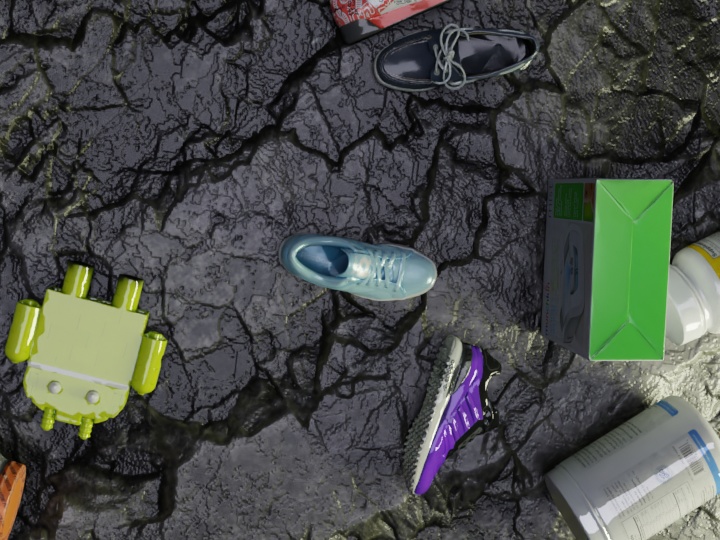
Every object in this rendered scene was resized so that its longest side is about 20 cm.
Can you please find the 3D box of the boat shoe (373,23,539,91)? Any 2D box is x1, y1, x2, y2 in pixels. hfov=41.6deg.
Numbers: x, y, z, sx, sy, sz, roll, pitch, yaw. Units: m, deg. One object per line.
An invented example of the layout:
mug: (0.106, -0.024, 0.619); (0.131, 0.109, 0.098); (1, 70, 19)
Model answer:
boat shoe: (0.115, -0.254, 1.134); (0.196, 0.062, 0.076); (-4, 98, -7)

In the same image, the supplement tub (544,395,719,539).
supplement tub: (0.344, 0.258, 1.178); (0.198, 0.132, 0.133); (-30, 98, -3)

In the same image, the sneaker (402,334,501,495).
sneaker: (0.121, 0.191, 1.174); (0.098, 0.070, 0.203); (19, 93, -11)

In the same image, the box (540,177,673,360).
box: (0.288, -0.008, 1.122); (0.095, 0.176, 0.204); (1, 96, -8)

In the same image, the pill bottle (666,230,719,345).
pill bottle: (0.461, 0.007, 1.179); (0.198, 0.114, 0.116); (-26, 98, -4)

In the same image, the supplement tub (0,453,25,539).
supplement tub: (-0.491, 0.246, 1.073); (0.197, 0.123, 0.124); (15, 93, -9)

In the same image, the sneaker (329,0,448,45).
sneaker: (0.053, -0.354, 1.114); (0.199, 0.067, 0.109); (-24, 100, -2)

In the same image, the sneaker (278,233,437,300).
sneaker: (0.000, 0.000, 1.133); (0.196, 0.082, 0.075); (6, 96, -8)

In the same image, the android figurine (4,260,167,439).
android figurine: (-0.325, 0.096, 1.122); (0.179, 0.041, 0.203); (17, 91, -9)
